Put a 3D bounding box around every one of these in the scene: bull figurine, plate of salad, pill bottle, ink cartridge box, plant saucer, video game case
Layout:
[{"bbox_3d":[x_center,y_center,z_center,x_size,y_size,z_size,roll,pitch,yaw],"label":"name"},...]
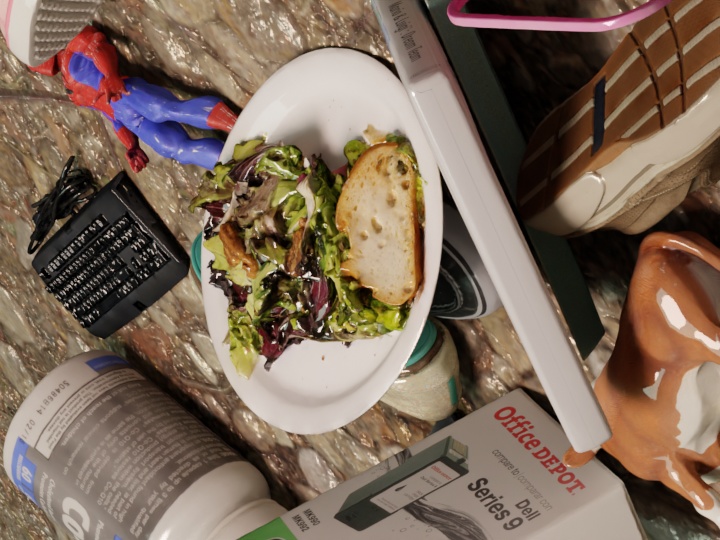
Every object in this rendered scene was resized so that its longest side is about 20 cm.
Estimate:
[{"bbox_3d":[0.158,0.063,1.413,0.121,0.065,0.200,38,152,22],"label":"bull figurine"},{"bbox_3d":[-0.030,-0.016,1.529,0.200,0.048,0.201,-8,80,50],"label":"plate of salad"},{"bbox_3d":[-0.131,0.151,1.944,0.200,0.114,0.114,37,151,28],"label":"pill bottle"},{"bbox_3d":[0.039,0.161,1.545,0.084,0.199,0.146,67,169,-26],"label":"ink cartridge box"},{"bbox_3d":[0.072,-0.056,1.417,0.070,0.019,0.201,-102,-13,-68],"label":"plant saucer"},{"bbox_3d":[0.058,-0.036,1.397,0.182,0.024,0.201,-107,-9,-66],"label":"video game case"}]

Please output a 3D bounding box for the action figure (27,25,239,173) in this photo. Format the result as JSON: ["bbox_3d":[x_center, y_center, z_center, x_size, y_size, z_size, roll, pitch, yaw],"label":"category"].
[{"bbox_3d":[-0.127,-0.092,1.706,0.200,0.052,0.066,33,151,40],"label":"action figure"}]

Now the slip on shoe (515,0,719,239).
[{"bbox_3d":[0.137,-0.063,1.298,0.060,0.076,0.200,16,151,-18],"label":"slip on shoe"}]

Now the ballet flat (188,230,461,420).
[{"bbox_3d":[-0.022,0.034,1.675,0.200,0.067,0.062,29,156,40],"label":"ballet flat"}]

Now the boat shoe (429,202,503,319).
[{"bbox_3d":[-0.001,-0.002,1.585,0.199,0.068,0.074,20,140,48],"label":"boat shoe"}]

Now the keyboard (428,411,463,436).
[{"bbox_3d":[0.069,0.166,1.743,0.127,0.021,0.200,46,155,13],"label":"keyboard"}]

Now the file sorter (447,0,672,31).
[{"bbox_3d":[0.067,-0.205,1.147,0.139,0.125,0.201,9,131,54],"label":"file sorter"}]

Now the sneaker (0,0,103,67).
[{"bbox_3d":[-0.185,-0.209,1.615,0.105,0.075,0.201,37,144,18],"label":"sneaker"}]

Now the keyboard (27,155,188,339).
[{"bbox_3d":[-0.180,-0.008,1.907,0.104,0.040,0.200,52,154,-1],"label":"keyboard"}]
